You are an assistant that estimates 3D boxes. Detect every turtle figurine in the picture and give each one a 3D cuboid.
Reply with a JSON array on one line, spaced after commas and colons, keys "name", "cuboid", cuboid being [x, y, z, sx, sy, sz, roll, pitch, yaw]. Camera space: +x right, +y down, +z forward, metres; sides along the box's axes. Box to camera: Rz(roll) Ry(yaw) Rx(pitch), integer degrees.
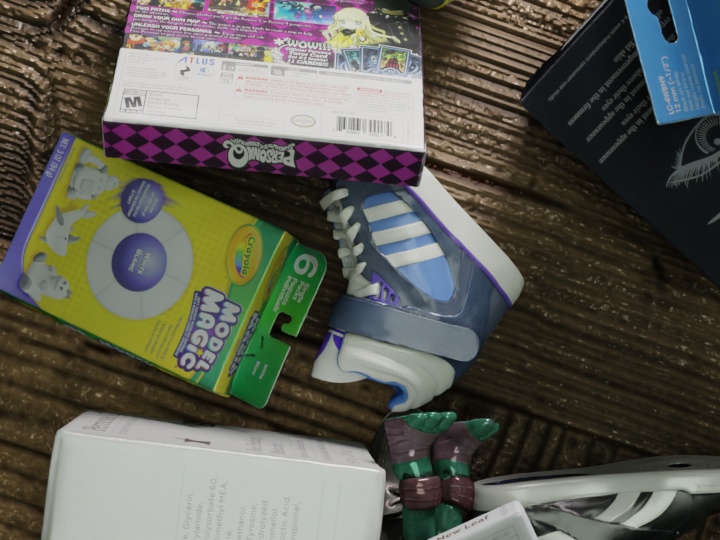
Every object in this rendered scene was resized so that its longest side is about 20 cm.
[{"name": "turtle figurine", "cuboid": [0.056, 0.193, 0.882, 0.100, 0.150, 0.202, -7, 77, 13]}]

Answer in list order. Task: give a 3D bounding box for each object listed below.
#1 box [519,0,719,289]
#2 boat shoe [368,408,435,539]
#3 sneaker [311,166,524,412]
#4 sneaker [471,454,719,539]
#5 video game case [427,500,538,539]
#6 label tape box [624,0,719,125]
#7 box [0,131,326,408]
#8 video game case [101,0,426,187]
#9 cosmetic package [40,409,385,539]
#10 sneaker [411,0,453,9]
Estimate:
[{"name": "box", "cuboid": [0.230, -0.108, 0.938, 0.200, 0.104, 0.148, 43, 119, -2]}, {"name": "boat shoe", "cuboid": [0.033, 0.195, 0.960, 0.066, 0.057, 0.202, 4, 87, -4]}, {"name": "sneaker", "cuboid": [0.000, 0.000, 0.955, 0.200, 0.081, 0.147, 43, 81, -7]}, {"name": "sneaker", "cuboid": [0.177, 0.190, 0.970, 0.198, 0.073, 0.113, -6, 91, 4]}, {"name": "video game case", "cuboid": [0.049, 0.255, 0.804, 0.181, 0.022, 0.201, -25, 100, 5]}, {"name": "label tape box", "cuboid": [0.255, -0.177, 0.828, 0.198, 0.066, 0.145, -12, 84, -14]}, {"name": "box", "cuboid": [-0.131, 0.002, 0.940, 0.198, 0.048, 0.118, 23, 86, 10]}, {"name": "video game case", "cuboid": [-0.057, -0.132, 0.925, 0.198, 0.036, 0.182, 5, 44, -4]}, {"name": "cosmetic package", "cuboid": [-0.097, 0.186, 0.897, 0.198, 0.165, 0.167, 8, 88, -5]}, {"name": "sneaker", "cuboid": [0.044, -0.275, 0.986, 0.084, 0.074, 0.202, -13, 80, -33]}]
